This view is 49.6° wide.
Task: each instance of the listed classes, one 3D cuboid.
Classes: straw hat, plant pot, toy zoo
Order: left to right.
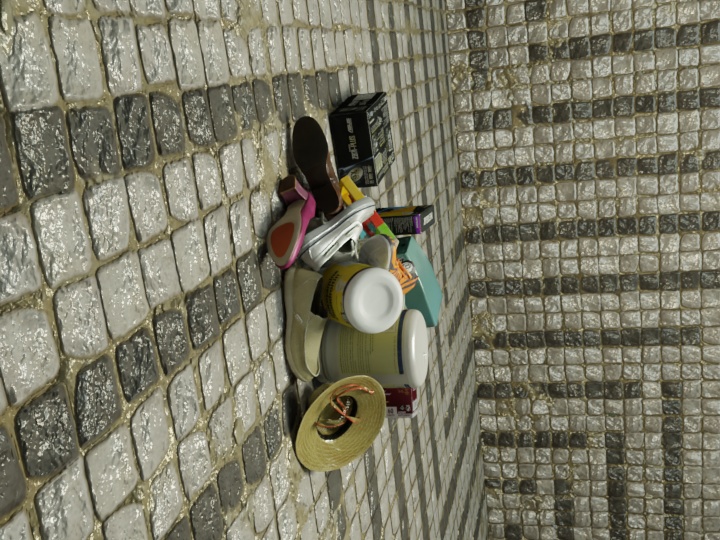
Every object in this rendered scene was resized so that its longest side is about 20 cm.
[{"bbox_3d":[-0.051,0.253,1.402,0.085,0.200,0.202,39,-27,46],"label":"straw hat"},{"bbox_3d":[0.001,-0.104,1.556,0.201,0.020,0.131,53,-18,13],"label":"toy zoo"},{"bbox_3d":[0.106,0.027,1.938,0.142,0.140,0.201,-69,145,-55],"label":"plant pot"}]

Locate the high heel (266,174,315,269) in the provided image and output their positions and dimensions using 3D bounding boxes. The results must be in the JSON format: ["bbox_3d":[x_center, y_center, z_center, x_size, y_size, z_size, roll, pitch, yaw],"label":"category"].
[{"bbox_3d":[-0.103,-0.063,1.302,0.096,0.067,0.201,56,30,-43],"label":"high heel"}]

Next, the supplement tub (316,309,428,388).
[{"bbox_3d":[0.019,0.149,1.471,0.145,0.198,0.147,-2,90,-74],"label":"supplement tub"}]

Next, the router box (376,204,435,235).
[{"bbox_3d":[0.090,-0.120,1.871,0.200,0.148,0.052,-38,124,-72],"label":"router box"}]

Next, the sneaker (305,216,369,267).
[{"bbox_3d":[-0.030,-0.053,1.489,0.200,0.114,0.074,47,45,-65],"label":"sneaker"}]

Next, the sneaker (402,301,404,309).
[{"bbox_3d":[0.056,0.063,1.660,0.201,0.073,0.082,-84,179,-46],"label":"sneaker"}]

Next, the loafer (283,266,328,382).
[{"bbox_3d":[-0.089,0.092,1.333,0.076,0.068,0.202,-27,113,-71],"label":"loafer"}]

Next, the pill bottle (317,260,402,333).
[{"bbox_3d":[-0.015,0.042,1.386,0.200,0.111,0.113,-168,-109,-64],"label":"pill bottle"}]

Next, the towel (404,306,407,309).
[{"bbox_3d":[0.054,0.044,1.791,0.201,0.022,0.147,58,20,-5],"label":"towel"}]

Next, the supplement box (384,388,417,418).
[{"bbox_3d":[0.073,0.240,1.822,0.061,0.108,0.202,-1,88,-74],"label":"supplement box"}]

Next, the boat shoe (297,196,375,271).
[{"bbox_3d":[-0.035,-0.060,1.390,0.200,0.074,0.067,-36,84,-34],"label":"boat shoe"}]

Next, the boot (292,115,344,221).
[{"bbox_3d":[-0.071,-0.178,1.458,0.200,0.064,0.188,20,56,-85],"label":"boot"}]

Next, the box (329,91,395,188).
[{"bbox_3d":[0.008,-0.289,1.716,0.200,0.085,0.165,-61,145,-62],"label":"box"}]

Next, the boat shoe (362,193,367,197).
[{"bbox_3d":[0.006,-0.108,1.711,0.061,0.071,0.202,52,-10,32],"label":"boat shoe"}]

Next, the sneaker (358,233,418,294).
[{"bbox_3d":[0.057,-0.010,1.471,0.078,0.111,0.201,55,-28,25],"label":"sneaker"}]
